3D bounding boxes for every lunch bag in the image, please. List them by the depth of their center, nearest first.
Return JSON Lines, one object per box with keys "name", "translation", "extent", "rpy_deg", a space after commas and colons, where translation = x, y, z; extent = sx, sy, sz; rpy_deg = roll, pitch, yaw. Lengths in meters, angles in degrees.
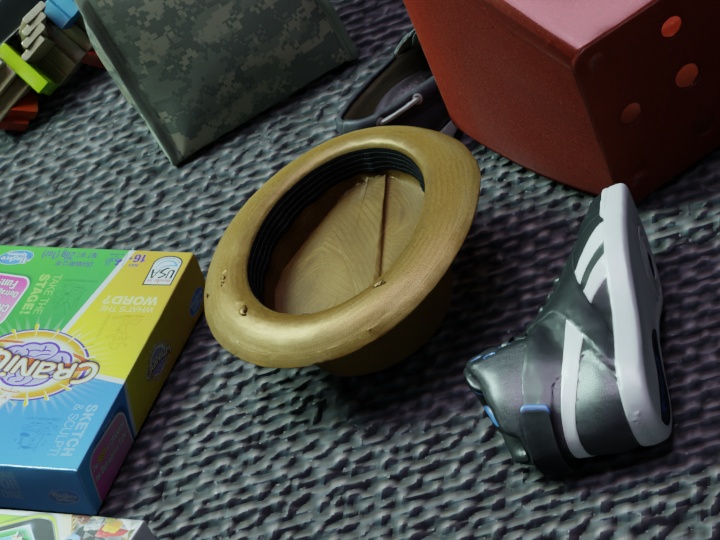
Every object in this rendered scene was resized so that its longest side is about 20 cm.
{"name": "lunch bag", "translation": [-0.123, -0.206, 1.895], "extent": [0.164, 0.200, 0.118], "rpy_deg": [-31, 33, -3]}

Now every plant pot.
{"name": "plant pot", "translation": [0.156, -0.161, 1.650], "extent": [0.199, 0.200, 0.176], "rpy_deg": [-33, 46, -7]}

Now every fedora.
{"name": "fedora", "translation": [0.000, 0.000, 1.630], "extent": [0.200, 0.082, 0.201], "rpy_deg": [-19, 39, 16]}

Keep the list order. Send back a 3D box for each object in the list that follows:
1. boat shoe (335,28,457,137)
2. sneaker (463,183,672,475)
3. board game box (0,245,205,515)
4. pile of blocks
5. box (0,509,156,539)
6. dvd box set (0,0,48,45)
{"name": "boat shoe", "translation": [0.051, -0.138, 1.798], "extent": [0.074, 0.060, 0.200], "rpy_deg": [10, 48, 45]}
{"name": "sneaker", "translation": [0.111, 0.030, 1.511], "extent": [0.111, 0.073, 0.200], "rpy_deg": [-17, 36, 15]}
{"name": "board game box", "translation": [-0.202, 0.066, 1.704], "extent": [0.152, 0.040, 0.200], "rpy_deg": [2, 43, 23]}
{"name": "pile of blocks", "translation": [-0.223, -0.176, 2.047], "extent": [0.200, 0.062, 0.082], "rpy_deg": [-48, -2, -20]}
{"name": "box", "translation": [-0.220, 0.192, 1.574], "extent": [0.199, 0.035, 0.110], "rpy_deg": [0, 42, 36]}
{"name": "dvd box set", "translation": [-0.317, -0.183, 2.105], "extent": [0.146, 0.029, 0.200], "rpy_deg": [-47, 17, -28]}
